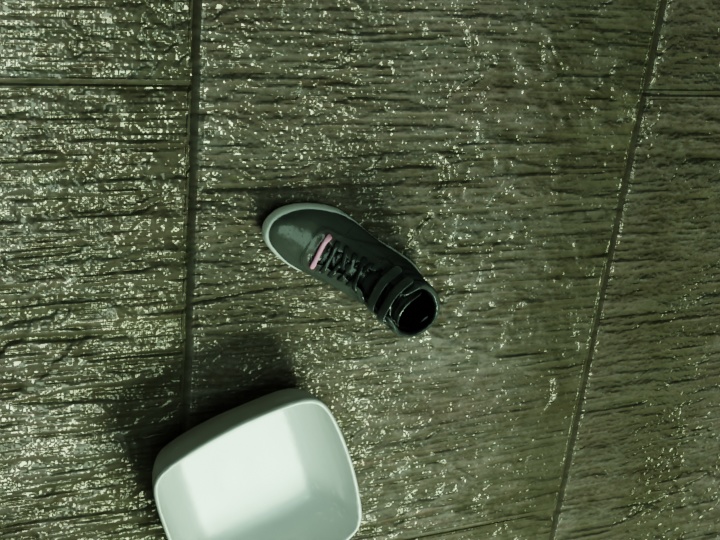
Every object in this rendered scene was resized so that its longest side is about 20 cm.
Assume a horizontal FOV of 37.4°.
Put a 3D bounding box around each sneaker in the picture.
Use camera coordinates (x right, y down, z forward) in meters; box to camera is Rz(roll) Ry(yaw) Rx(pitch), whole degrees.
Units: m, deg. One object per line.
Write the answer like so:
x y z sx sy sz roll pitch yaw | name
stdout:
0.000 0.000 1.028 0.199 0.099 0.071 27 101 -32 | sneaker

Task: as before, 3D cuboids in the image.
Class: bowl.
-0.109 0.220 1.089 0.198 0.075 0.201 -23 121 -14 | bowl
